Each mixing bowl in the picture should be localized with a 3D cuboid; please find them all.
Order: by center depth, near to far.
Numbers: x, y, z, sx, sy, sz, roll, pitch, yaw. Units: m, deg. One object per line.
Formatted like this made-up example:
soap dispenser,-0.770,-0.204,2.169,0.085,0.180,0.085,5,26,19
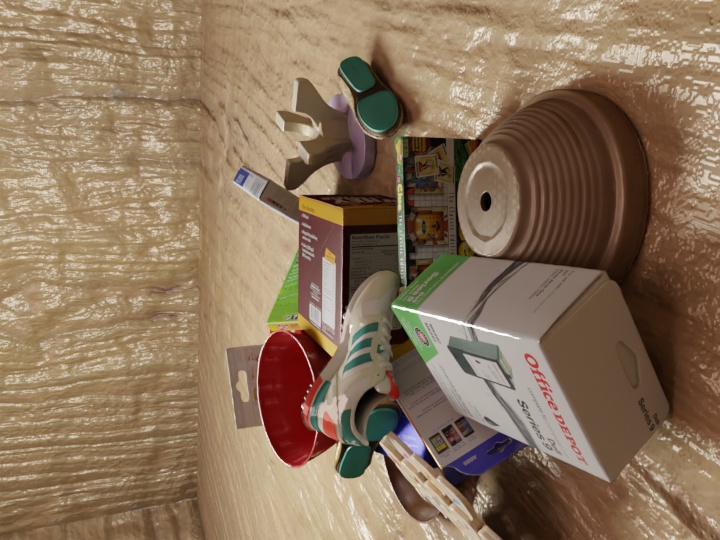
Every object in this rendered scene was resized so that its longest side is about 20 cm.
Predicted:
mixing bowl,-0.068,0.186,0.969,0.199,0.107,0.203,4,95,57

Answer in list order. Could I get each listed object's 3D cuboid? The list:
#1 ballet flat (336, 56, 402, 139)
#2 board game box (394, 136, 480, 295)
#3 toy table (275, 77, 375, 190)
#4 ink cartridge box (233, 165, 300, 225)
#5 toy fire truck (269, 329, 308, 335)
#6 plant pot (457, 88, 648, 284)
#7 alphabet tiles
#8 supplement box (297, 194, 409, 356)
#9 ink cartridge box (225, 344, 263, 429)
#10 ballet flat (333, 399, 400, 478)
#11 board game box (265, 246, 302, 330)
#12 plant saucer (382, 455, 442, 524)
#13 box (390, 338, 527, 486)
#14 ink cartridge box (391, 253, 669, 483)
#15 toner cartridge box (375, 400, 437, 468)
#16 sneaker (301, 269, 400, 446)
ballet flat,0.019,-0.243,0.949,0.066,0.070,0.201,71,180,-50
board game box,0.090,-0.047,0.721,0.023,0.104,0.203,3,96,64
toy table,-0.063,-0.222,1.062,0.200,0.116,0.186,-138,49,-59
ink cartridge box,-0.106,-0.101,1.081,0.044,0.199,0.196,-58,27,1
toy fire truck,-0.064,0.130,1.149,0.169,0.112,0.200,54,149,9
plant pot,0.152,-0.062,0.585,0.200,0.092,0.204,176,90,-68
alphabet tiles,0.097,0.255,0.686,0.199,0.015,0.196,31,159,48
supplement box,0.000,0.000,0.911,0.197,0.131,0.203,-153,63,-65
ink cartridge box,-0.153,0.221,1.227,0.047,0.198,0.162,123,139,-54
ballet flat,0.000,0.201,0.831,0.201,0.068,0.064,113,159,-45
board game box,-0.085,0.015,1.092,0.030,0.095,0.202,57,-142,-42
plant saucer,0.080,0.237,0.874,0.200,0.034,0.203,178,90,-67
box,0.106,0.137,0.686,0.200,0.118,0.042,55,173,52
ink cartridge box,0.136,0.071,0.549,0.147,0.084,0.199,58,159,-20
toner cartridge box,0.053,0.194,0.837,0.200,0.043,0.096,164,103,-67
sneaker,0.016,0.099,0.711,0.093,0.070,0.201,18,75,36
